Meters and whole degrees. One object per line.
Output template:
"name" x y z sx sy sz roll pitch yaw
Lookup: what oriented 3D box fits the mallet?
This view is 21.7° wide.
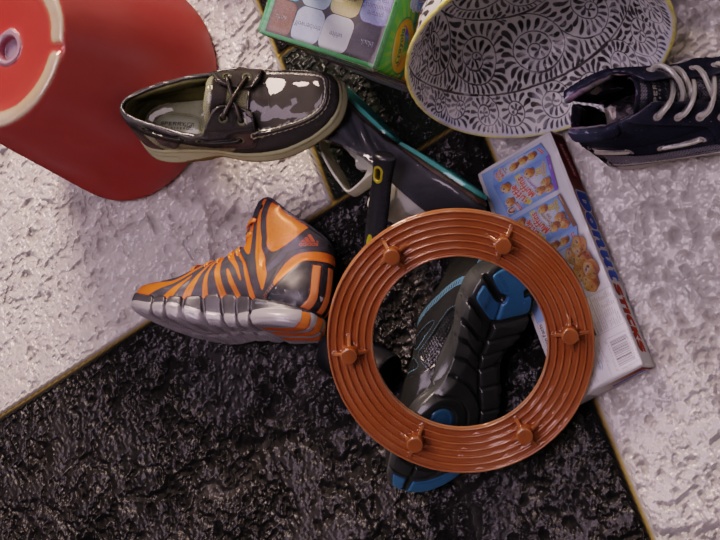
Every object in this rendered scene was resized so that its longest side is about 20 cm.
"mallet" 0.000 0.000 1.476 0.066 0.041 0.200 16 114 36

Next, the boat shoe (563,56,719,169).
"boat shoe" 0.241 -0.120 1.345 0.200 0.093 0.075 -17 73 30

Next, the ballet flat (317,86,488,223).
"ballet flat" 0.022 -0.079 1.498 0.200 0.073 0.073 41 104 38

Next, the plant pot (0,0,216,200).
"plant pot" -0.252 -0.173 1.630 0.200 0.177 0.201 -6 78 32

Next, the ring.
"ring" 0.073 0.054 1.385 0.200 0.019 0.201 2 101 7

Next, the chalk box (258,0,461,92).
"chalk box" 0.013 -0.214 1.447 0.124 0.200 0.124 22 94 34

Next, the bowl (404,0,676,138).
"bowl" 0.124 -0.195 1.387 0.201 0.201 0.094 -29 53 26

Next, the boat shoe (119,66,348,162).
"boat shoe" -0.108 -0.129 1.526 0.201 0.066 0.072 -5 70 31

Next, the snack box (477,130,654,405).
"snack box" 0.154 -0.002 1.423 0.072 0.024 0.200 -30 66 28

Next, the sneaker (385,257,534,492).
"sneaker" 0.071 0.076 1.450 0.200 0.073 0.082 -65 27 12

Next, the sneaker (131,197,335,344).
"sneaker" -0.099 0.000 1.569 0.200 0.078 0.112 2 72 33
